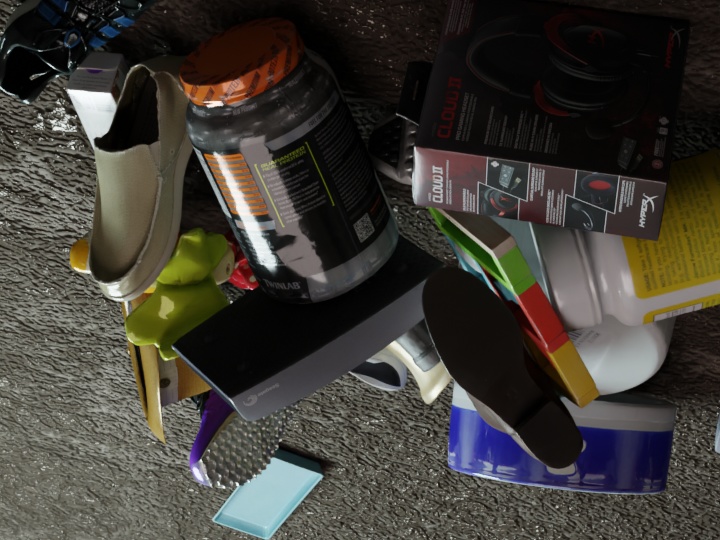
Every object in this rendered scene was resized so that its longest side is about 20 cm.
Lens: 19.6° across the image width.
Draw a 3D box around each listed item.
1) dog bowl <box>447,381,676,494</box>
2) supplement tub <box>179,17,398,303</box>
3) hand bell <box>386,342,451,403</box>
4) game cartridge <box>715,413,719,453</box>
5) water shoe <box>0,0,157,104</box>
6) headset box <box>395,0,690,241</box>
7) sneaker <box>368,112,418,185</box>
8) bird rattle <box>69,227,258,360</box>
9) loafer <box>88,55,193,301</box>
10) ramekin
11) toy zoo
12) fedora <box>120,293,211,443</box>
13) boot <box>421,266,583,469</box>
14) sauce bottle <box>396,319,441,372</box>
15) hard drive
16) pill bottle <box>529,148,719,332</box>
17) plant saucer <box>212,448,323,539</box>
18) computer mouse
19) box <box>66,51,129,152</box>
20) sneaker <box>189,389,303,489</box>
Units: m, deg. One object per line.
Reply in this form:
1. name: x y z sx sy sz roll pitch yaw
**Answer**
1. dog bowl: 0.178 0.146 1.862 0.199 0.079 0.200 6 180 0
2. supplement tub: -0.057 -0.085 1.608 0.122 0.123 0.201 -5 124 28
3. hand bell: 0.002 0.021 1.840 0.200 0.104 0.104 32 146 -5
4. game cartridge: 0.402 0.124 1.871 0.133 0.041 0.200 16 148 -9
5. water shoe: -0.209 -0.186 1.580 0.071 0.079 0.200 29 145 -24
6. headset box: 0.127 -0.113 1.498 0.199 0.149 0.075 9 147 8
7. sneaker: 0.104 -0.081 1.638 0.199 0.075 0.081 7 156 12
8. bird rattle: -0.151 -0.016 1.749 0.162 0.200 0.113 13 113 14
9. loafer: -0.178 -0.077 1.632 0.075 0.201 0.068 11 176 41
10. ramekin: 0.171 0.021 1.739 0.199 0.098 0.201 10 148 7
11. toy zoo: 0.118 0.026 1.592 0.200 0.020 0.131 58 172 -33
12. fedora: -0.167 0.055 1.880 0.081 0.201 0.201 -11 150 -10
13. boot: 0.096 0.068 1.652 0.187 0.064 0.200 57 179 -9
14. sauce bottle: 0.000 0.000 1.741 0.200 0.066 0.066 44 143 -4
15. hard drive: -0.037 0.040 1.639 0.135 0.200 0.042 34 152 57
16. pill bottle: 0.234 -0.024 1.571 0.199 0.115 0.114 -15 144 2
17. plant saucer: -0.101 0.241 2.264 0.070 0.019 0.200 21 147 -10
18. computer mouse: -0.023 0.048 1.880 0.200 0.110 0.044 24 123 -37
19. box: -0.195 -0.109 1.717 0.041 0.039 0.200 7 153 13
20. sneaker: -0.121 0.129 1.935 0.099 0.200 0.070 0 125 30
